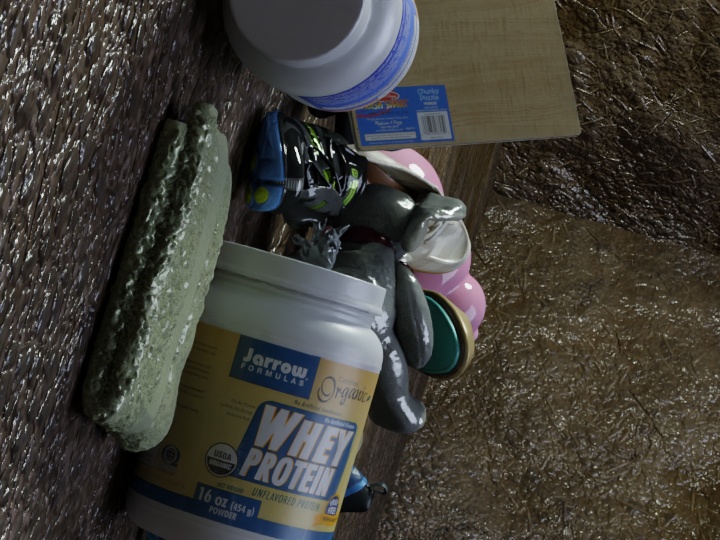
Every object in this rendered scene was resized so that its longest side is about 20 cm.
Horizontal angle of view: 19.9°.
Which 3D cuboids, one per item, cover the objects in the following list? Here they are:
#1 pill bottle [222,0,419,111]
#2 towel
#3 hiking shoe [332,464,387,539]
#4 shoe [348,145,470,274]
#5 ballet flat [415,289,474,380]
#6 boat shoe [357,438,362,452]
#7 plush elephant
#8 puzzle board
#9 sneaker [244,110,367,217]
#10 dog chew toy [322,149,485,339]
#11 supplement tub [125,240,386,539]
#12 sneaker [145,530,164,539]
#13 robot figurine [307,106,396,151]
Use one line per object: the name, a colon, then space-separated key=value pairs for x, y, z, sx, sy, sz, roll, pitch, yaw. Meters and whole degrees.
pill bottle: x=-0.025 y=-0.162 z=1.291 sx=0.200 sy=0.112 sz=0.112 roll=3 pitch=103 yaw=-84
towel: x=-0.118 y=0.007 z=1.249 sx=0.148 sy=0.036 sz=0.201 roll=74 pitch=33 yaw=-77
hiking shoe: x=-0.069 y=0.226 z=1.765 sx=0.200 sy=0.087 sz=0.074 roll=-48 pitch=-178 yaw=32
shoe: x=0.030 y=-0.052 z=1.759 sx=0.053 sy=0.200 sz=0.070 roll=11 pitch=-108 yaw=53
ballet flat: x=0.055 y=0.045 z=1.740 sx=0.200 sy=0.063 sz=0.069 roll=28 pitch=-74 yaw=57
boat shoe: x=-0.065 y=0.133 z=1.631 sx=0.200 sy=0.071 sz=0.065 roll=-20 pitch=117 yaw=-52
plush elephant: x=0.000 y=0.000 z=1.659 sx=0.200 sy=0.164 sz=0.155 roll=88 pitch=27 yaw=-42
puzzle board: x=0.070 y=-0.170 z=1.601 sx=0.017 sy=0.199 sz=0.151 roll=-28 pitch=-110 yaw=62
sneaker: x=-0.036 y=-0.078 z=1.532 sx=0.200 sy=0.082 sz=0.071 roll=-37 pitch=143 yaw=-79
dog chew toy: x=0.043 y=-0.016 z=1.870 sx=0.124 sy=0.200 sz=0.125 roll=-33 pitch=-173 yaw=5
supplement tub: x=-0.068 y=0.092 z=1.400 sx=0.145 sy=0.144 sz=0.201 roll=30 pitch=75 yaw=-83
sneaker: x=-0.101 y=0.126 z=1.515 sx=0.081 sy=0.076 sz=0.201 roll=49 pitch=59 yaw=-84
robot figurine: x=0.053 y=-0.173 z=1.674 sx=0.151 sy=0.200 sz=0.125 roll=66 pitch=-27 yaw=4
